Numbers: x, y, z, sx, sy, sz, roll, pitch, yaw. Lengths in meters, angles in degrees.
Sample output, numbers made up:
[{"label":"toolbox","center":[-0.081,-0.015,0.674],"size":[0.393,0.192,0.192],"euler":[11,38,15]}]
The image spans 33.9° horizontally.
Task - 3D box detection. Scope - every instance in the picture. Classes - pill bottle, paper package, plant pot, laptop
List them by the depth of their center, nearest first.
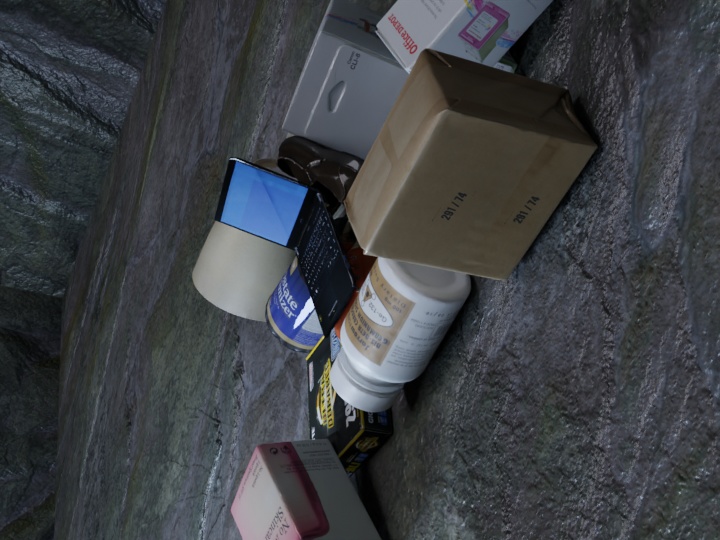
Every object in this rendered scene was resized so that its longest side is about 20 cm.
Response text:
[{"label":"paper package","center":[0.110,-0.102,1.219],"size":[0.104,0.189,0.201],"euler":[-106,35,-45]},{"label":"pill bottle","center":[0.040,0.067,1.400],"size":[0.115,0.113,0.201],"euler":[-106,35,-49]},{"label":"laptop","center":[-0.098,-0.025,1.481],"size":[0.177,0.102,0.201],"euler":[119,135,-64]},{"label":"pill bottle","center":[-0.049,0.019,1.640],"size":[0.200,0.111,0.113],"euler":[125,149,-45]},{"label":"plant pot","center":[-0.141,-0.058,1.780],"size":[0.188,0.186,0.201],"euler":[-112,35,-55]}]

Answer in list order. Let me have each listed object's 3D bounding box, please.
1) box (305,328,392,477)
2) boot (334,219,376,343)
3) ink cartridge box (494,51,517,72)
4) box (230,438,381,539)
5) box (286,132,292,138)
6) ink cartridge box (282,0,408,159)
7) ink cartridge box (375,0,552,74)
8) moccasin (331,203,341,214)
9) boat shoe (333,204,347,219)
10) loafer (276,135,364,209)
[{"label":"box","center":[-0.019,0.165,1.579],"size":[0.160,0.049,0.201],"euler":[-51,34,45]},{"label":"boot","center":[0.000,0.000,1.499],"size":[0.075,0.107,0.201],"euler":[36,104,50]},{"label":"ink cartridge box","center":[0.113,-0.209,1.463],"size":[0.201,0.048,0.146],"euler":[-61,28,29]},{"label":"box","center":[-0.067,0.326,1.463],"size":[0.200,0.108,0.128],"euler":[57,135,42]},{"label":"box","center":[-0.057,-0.188,1.829],"size":[0.200,0.068,0.083],"euler":[-137,62,-64]},{"label":"ink cartridge box","center":[-0.006,-0.253,1.573],"size":[0.200,0.144,0.146],"euler":[-79,13,-64]},{"label":"ink cartridge box","center":[0.124,-0.305,1.352],"size":[0.200,0.084,0.145],"euler":[-46,32,14]},{"label":"moccasin","center":[-0.040,-0.148,1.629],"size":[0.078,0.074,0.202],"euler":[-43,15,18]},{"label":"boat shoe","center":[-0.002,-0.082,1.649],"size":[0.200,0.060,0.076],"euler":[-52,13,50]},{"label":"loafer","center":[-0.052,-0.117,1.486],"size":[0.200,0.073,0.072],"euler":[21,80,55]}]
